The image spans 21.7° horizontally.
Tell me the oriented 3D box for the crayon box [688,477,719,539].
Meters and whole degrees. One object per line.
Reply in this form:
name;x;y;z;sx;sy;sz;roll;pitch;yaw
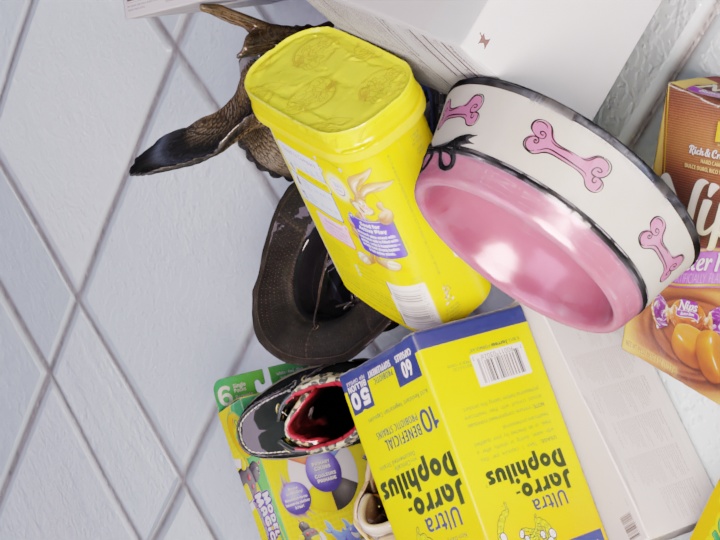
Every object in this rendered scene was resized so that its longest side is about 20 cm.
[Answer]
crayon box;0.300;0.223;1.270;0.173;0.058;0.201;46;133;36

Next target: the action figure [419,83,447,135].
action figure;0.104;-0.067;1.443;0.194;0.104;0.202;49;149;43

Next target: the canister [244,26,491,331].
canister;0.009;-0.063;1.369;0.148;0.086;0.201;32;154;48

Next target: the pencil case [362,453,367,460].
pencil case;0.088;0.160;1.519;0.199;0.077;0.088;-10;77;54

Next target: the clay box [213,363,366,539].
clay box;-0.049;0.176;1.674;0.047;0.114;0.202;-33;74;50

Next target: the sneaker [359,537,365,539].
sneaker;0.073;0.262;1.568;0.199;0.074;0.108;-13;89;52

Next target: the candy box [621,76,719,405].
candy box;0.249;-0.018;1.277;0.116;0.056;0.202;31;122;46

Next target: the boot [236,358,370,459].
boot;-0.042;0.116;1.530;0.202;0.153;0.074;-18;87;26

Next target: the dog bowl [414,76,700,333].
dog bowl;0.121;-0.036;1.241;0.199;0.074;0.200;33;165;10

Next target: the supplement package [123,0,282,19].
supplement package;-0.092;-0.284;1.572;0.199;0.155;0.112;-1;99;53

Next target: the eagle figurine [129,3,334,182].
eagle figurine;-0.094;-0.134;1.618;0.151;0.151;0.201;31;125;1

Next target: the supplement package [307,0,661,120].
supplement package;0.092;-0.223;1.292;0.199;0.147;0.192;29;86;46

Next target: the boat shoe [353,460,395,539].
boat shoe;0.026;0.187;1.485;0.074;0.069;0.202;33;131;39

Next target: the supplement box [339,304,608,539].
supplement box;0.083;0.144;1.362;0.109;0.109;0.202;-34;73;52

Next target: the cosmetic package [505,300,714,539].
cosmetic package;0.183;0.104;1.376;0.051;0.082;0.202;-45;63;51

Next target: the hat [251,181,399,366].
hat;0.000;0.000;1.577;0.199;0.080;0.203;-22;59;40
